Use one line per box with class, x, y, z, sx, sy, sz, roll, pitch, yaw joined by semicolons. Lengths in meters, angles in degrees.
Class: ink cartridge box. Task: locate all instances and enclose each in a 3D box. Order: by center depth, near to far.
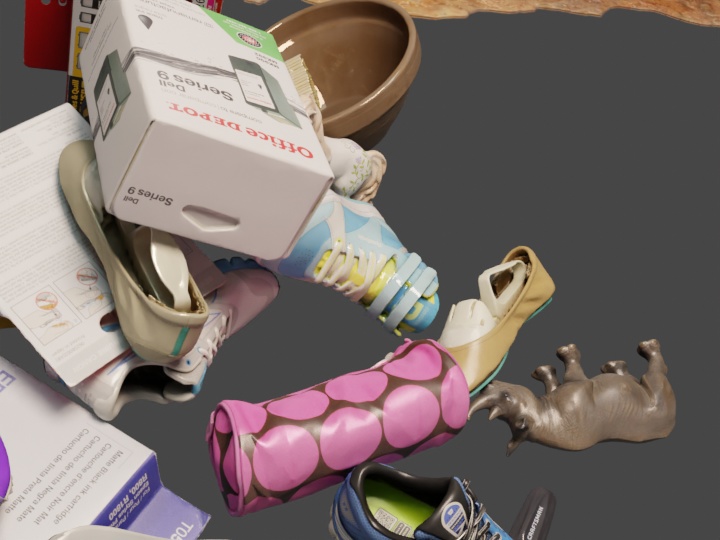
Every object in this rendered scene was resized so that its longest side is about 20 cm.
ink cartridge box;-0.229;0.173;0.666;0.199;0.041;0.200;29;45;9
ink cartridge box;-0.118;-0.115;0.750;0.145;0.084;0.201;14;35;-33
ink cartridge box;-0.226;-0.018;0.764;0.200;0.057;0.162;49;50;5
ink cartridge box;-0.224;-0.230;0.938;0.174;0.201;0.084;4;47;-16

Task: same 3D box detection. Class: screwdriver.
screwdriver;0.101;0.237;0.736;0.029;0.028;0.200;50;47;-12

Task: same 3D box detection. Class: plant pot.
plant pot;-0.027;-0.175;1.005;0.199;0.093;0.202;-13;46;14

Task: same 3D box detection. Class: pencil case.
pencil case;-0.020;0.113;0.766;0.198;0.091;0.094;-14;54;-27

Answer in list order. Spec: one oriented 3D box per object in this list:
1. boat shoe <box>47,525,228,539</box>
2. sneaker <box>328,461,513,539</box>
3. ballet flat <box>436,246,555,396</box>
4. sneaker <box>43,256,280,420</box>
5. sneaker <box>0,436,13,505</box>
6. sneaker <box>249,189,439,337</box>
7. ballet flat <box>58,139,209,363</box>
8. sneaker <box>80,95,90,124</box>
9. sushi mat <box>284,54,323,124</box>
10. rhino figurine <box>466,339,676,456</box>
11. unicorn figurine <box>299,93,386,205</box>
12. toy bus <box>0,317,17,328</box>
boat shoe;-0.119;0.205;0.651;0.199;0.063;0.071;25;59;-29
sneaker;0.067;0.197;0.699;0.199;0.090;0.079;25;54;14
ballet flat;0.108;0.041;0.891;0.200;0.068;0.064;-42;114;-48
sneaker;-0.134;0.059;0.779;0.199;0.075;0.087;-27;54;-34
sneaker;-0.287;0.069;0.646;0.069;0.100;0.200;-23;52;-28
sneaker;0.000;0.000;0.846;0.131;0.080;0.199;46;22;19
ballet flat;-0.162;-0.030;0.732;0.069;0.070;0.201;-16;66;-31
sneaker;-0.200;-0.107;0.876;0.199;0.070;0.090;27;48;34
sushi mat;-0.132;-0.129;0.934;0.198;0.012;0.096;-24;50;5
rhino figurine;0.180;0.112;0.856;0.198;0.060;0.088;-3;54;-19
unicorn figurine;-0.047;-0.089;0.884;0.074;0.138;0.199;47;26;19
toy bus;-0.263;-0.001;0.802;0.198;0.065;0.079;-5;50;-24
